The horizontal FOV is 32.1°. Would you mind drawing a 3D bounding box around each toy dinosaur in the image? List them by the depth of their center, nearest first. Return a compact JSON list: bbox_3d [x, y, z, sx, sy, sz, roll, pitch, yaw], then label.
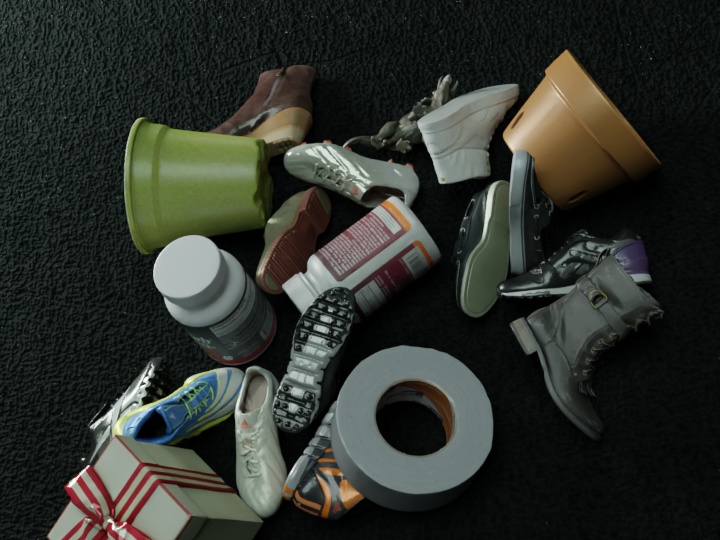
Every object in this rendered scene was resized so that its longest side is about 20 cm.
[{"bbox_3d":[0.067,-0.202,1.829,0.200,0.102,0.077,-34,93,12],"label":"toy dinosaur"}]

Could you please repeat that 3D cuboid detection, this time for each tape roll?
[{"bbox_3d":[0.064,0.197,1.570,0.200,0.066,0.200,4,61,-6],"label":"tape roll"}]

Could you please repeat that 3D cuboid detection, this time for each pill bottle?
[{"bbox_3d":[-0.198,0.040,1.706,0.116,0.200,0.116,-8,60,14],"label":"pill bottle"},{"bbox_3d":[0.000,0.000,1.714,0.200,0.114,0.114,-36,57,-4],"label":"pill bottle"}]

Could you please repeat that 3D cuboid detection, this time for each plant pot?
[{"bbox_3d":[0.287,-0.175,1.683,0.140,0.200,0.200,-40,56,15],"label":"plant pot"},{"bbox_3d":[-0.227,-0.125,1.828,0.184,0.200,0.200,-1,62,5],"label":"plant pot"}]

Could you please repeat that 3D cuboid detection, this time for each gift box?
[{"bbox_3d":[-0.263,0.337,1.555,0.185,0.187,0.200,33,94,32],"label":"gift box"}]

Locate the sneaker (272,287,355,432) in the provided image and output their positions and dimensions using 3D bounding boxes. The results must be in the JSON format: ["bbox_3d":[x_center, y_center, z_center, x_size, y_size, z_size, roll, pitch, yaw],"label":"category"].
[{"bbox_3d":[-0.056,0.118,1.641,0.066,0.091,0.200,19,83,13],"label":"sneaker"}]

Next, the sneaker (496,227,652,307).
[{"bbox_3d":[0.274,-0.006,1.642,0.200,0.076,0.088,-8,78,4],"label":"sneaker"}]

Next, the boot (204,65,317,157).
[{"bbox_3d":[-0.165,-0.238,1.941,0.200,0.072,0.166,-7,48,16],"label":"boot"}]

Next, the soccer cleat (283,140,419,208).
[{"bbox_3d":[-0.015,-0.133,1.792,0.200,0.069,0.078,12,49,2],"label":"soccer cleat"}]

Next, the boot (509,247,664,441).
[{"bbox_3d":[0.300,0.091,1.558,0.174,0.069,0.200,-32,78,6],"label":"boot"}]

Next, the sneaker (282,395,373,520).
[{"bbox_3d":[-0.007,0.238,1.618,0.112,0.078,0.200,27,63,10],"label":"sneaker"}]

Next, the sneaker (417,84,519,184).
[{"bbox_3d":[0.166,-0.191,1.794,0.200,0.116,0.074,-31,21,-37],"label":"sneaker"}]

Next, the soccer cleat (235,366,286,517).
[{"bbox_3d":[-0.137,0.223,1.648,0.069,0.078,0.200,-9,61,12],"label":"soccer cleat"}]

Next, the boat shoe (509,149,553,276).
[{"bbox_3d":[0.224,-0.075,1.640,0.057,0.200,0.069,1,43,9],"label":"boat shoe"}]

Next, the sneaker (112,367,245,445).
[{"bbox_3d":[-0.230,0.192,1.667,0.200,0.105,0.076,-29,96,-18],"label":"sneaker"}]

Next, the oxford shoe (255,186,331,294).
[{"bbox_3d":[-0.107,-0.037,1.789,0.074,0.071,0.200,-10,35,36],"label":"oxford shoe"}]

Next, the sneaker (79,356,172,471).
[{"bbox_3d":[-0.332,0.206,1.738,0.090,0.066,0.200,12,69,21],"label":"sneaker"}]

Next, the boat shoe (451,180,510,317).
[{"bbox_3d":[0.158,-0.028,1.708,0.066,0.074,0.199,-7,65,48],"label":"boat shoe"}]
